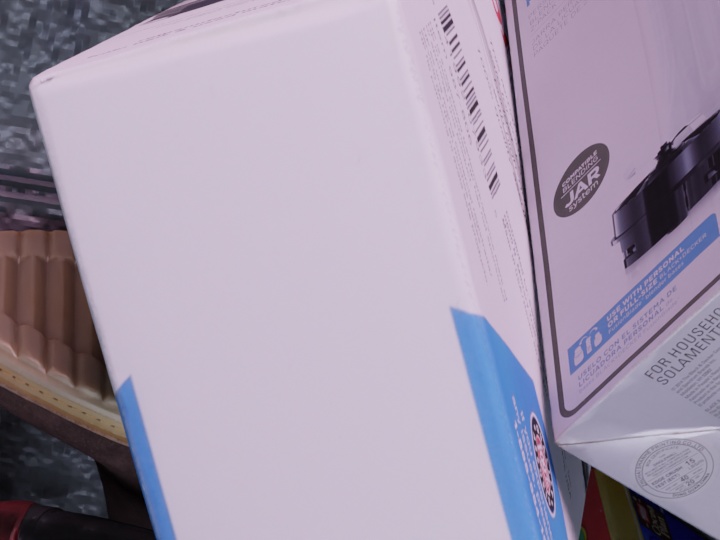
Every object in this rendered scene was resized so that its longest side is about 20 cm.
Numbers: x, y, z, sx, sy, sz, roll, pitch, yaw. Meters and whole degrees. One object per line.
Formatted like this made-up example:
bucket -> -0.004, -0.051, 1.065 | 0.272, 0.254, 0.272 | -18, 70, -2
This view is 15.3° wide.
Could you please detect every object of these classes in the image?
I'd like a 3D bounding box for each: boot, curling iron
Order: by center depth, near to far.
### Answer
curling iron -> -0.102, 0.072, 0.773 | 0.199, 0.026, 0.050 | 14, 141, 30
boot -> -0.060, 0.082, 0.819 | 0.199, 0.073, 0.167 | 21, 131, -11

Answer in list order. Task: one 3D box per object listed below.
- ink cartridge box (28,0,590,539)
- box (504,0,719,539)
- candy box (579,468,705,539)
ink cartridge box -> 0.000, 0.000, 0.644 | 0.084, 0.200, 0.145 | -13, 99, 10
box -> 0.095, -0.047, 0.637 | 0.060, 0.200, 0.117 | 30, 124, -23
candy box -> 0.128, 0.180, 0.846 | 0.200, 0.169, 0.077 | 35, 117, -28
